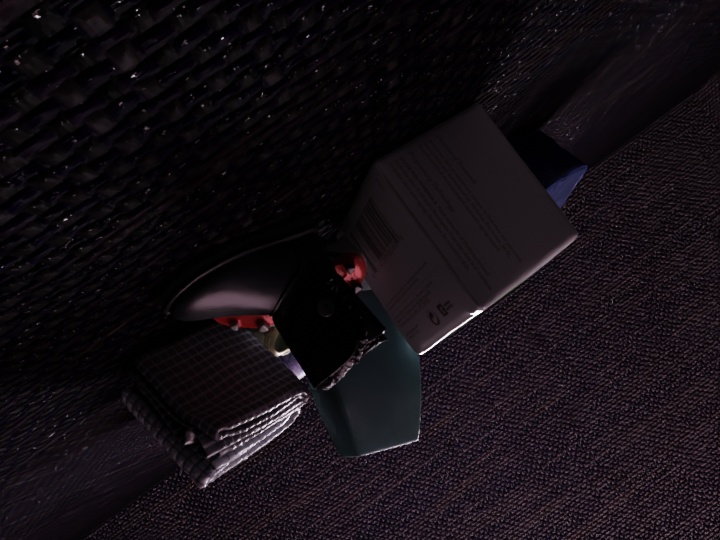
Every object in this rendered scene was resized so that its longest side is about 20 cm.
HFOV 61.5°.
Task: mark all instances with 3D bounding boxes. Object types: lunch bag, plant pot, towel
[{"bbox_3d":[0.300,-0.165,1.092,0.198,0.132,0.137,-27,153,-40],"label":"lunch bag"},{"bbox_3d":[0.004,0.144,0.835,0.138,0.205,0.141,-9,167,-20],"label":"plant pot"},{"bbox_3d":[-0.179,0.152,0.775,0.199,0.165,0.087,-19,145,-57],"label":"towel"}]

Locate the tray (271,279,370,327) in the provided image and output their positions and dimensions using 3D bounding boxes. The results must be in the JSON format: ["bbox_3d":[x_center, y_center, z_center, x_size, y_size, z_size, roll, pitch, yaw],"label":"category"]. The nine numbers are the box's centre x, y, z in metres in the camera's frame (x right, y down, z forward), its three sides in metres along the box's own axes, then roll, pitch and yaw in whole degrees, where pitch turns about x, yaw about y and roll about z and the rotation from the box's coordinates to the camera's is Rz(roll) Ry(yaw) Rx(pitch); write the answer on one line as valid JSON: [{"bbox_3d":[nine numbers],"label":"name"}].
[{"bbox_3d":[-0.080,0.050,0.852,0.196,0.023,0.107,-17,166,11],"label":"tray"}]

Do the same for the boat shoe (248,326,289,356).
[{"bbox_3d":[-0.108,0.089,0.965,0.062,0.075,0.200,-7,-170,29],"label":"boat shoe"}]

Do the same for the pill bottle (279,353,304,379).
[{"bbox_3d":[-0.134,0.150,1.129,0.198,0.113,0.112,-35,172,-2],"label":"pill bottle"}]

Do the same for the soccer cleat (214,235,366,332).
[{"bbox_3d":[-0.089,0.012,0.730,0.196,0.086,0.070,-19,129,-5],"label":"soccer cleat"}]

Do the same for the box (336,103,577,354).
[{"bbox_3d":[0.105,-0.043,0.739,0.170,0.202,0.199,-33,170,-25],"label":"box"}]

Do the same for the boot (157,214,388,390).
[{"bbox_3d":[-0.080,0.049,0.615,0.198,0.170,0.076,-28,170,-36],"label":"boot"}]
